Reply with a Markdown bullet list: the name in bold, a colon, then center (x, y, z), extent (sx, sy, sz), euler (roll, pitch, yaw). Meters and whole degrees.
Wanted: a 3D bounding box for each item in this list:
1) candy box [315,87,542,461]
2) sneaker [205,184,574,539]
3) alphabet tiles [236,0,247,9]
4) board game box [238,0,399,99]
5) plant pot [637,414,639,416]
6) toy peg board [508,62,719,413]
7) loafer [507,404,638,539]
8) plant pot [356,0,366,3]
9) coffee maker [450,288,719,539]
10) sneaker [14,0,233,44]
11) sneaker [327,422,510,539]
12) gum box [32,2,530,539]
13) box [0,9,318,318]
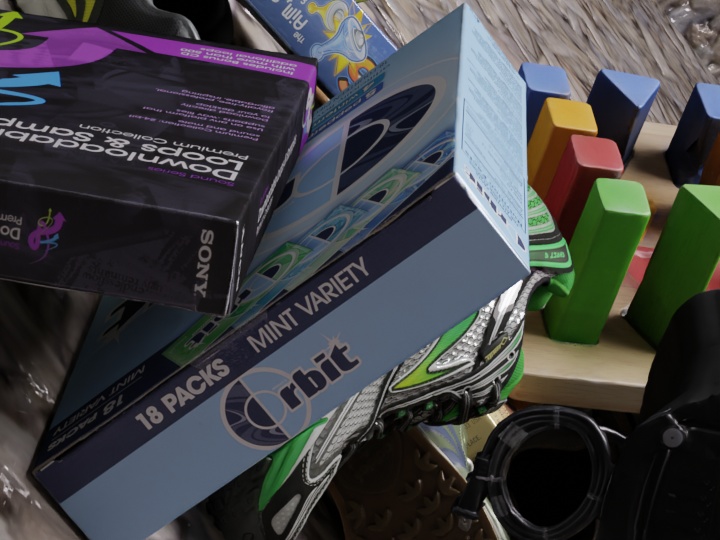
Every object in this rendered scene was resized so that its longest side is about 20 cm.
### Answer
- **candy box**: center (0.000, 0.000, 1.119), extent (0.200, 0.055, 0.115), euler (55, 13, 4)
- **sneaker**: center (0.018, 0.034, 0.908), extent (0.085, 0.078, 0.200), euler (48, 58, -10)
- **alphabet tiles**: center (-0.036, -0.122, 1.228), extent (0.200, 0.008, 0.167), euler (41, 6, 9)
- **board game box**: center (-0.014, -0.100, 1.057), extent (0.200, 0.034, 0.135), euler (47, 1, -24)
- **plant pot**: center (0.233, 0.125, 1.242), extent (0.194, 0.200, 0.196), euler (4, 40, -24)
- **toy peg board**: center (0.157, -0.033, 1.151), extent (0.200, 0.098, 0.199), euler (7, 41, -16)
- **loafer**: center (0.102, 0.105, 1.190), extent (0.063, 0.072, 0.200), euler (36, 25, -35)
- **plant pot**: center (-0.042, -0.226, 1.167), extent (0.200, 0.187, 0.187), euler (51, 13, 23)
- **coffee maker**: center (0.152, 0.074, 0.964), extent (0.192, 0.135, 0.200), euler (34, 12, 0)
- **sneaker**: center (-0.090, -0.104, 1.015), extent (0.074, 0.085, 0.200), euler (45, 18, -35)
- **sneaker**: center (0.025, 0.086, 0.985), extent (0.200, 0.067, 0.090), euler (57, 20, 19)
- **gum box**: center (-0.020, -0.003, 0.849), extent (0.045, 0.170, 0.200), euler (52, 15, -14)
- **box**: center (-0.095, -0.042, 0.797), extent (0.143, 0.036, 0.200), euler (9, 20, 2)
